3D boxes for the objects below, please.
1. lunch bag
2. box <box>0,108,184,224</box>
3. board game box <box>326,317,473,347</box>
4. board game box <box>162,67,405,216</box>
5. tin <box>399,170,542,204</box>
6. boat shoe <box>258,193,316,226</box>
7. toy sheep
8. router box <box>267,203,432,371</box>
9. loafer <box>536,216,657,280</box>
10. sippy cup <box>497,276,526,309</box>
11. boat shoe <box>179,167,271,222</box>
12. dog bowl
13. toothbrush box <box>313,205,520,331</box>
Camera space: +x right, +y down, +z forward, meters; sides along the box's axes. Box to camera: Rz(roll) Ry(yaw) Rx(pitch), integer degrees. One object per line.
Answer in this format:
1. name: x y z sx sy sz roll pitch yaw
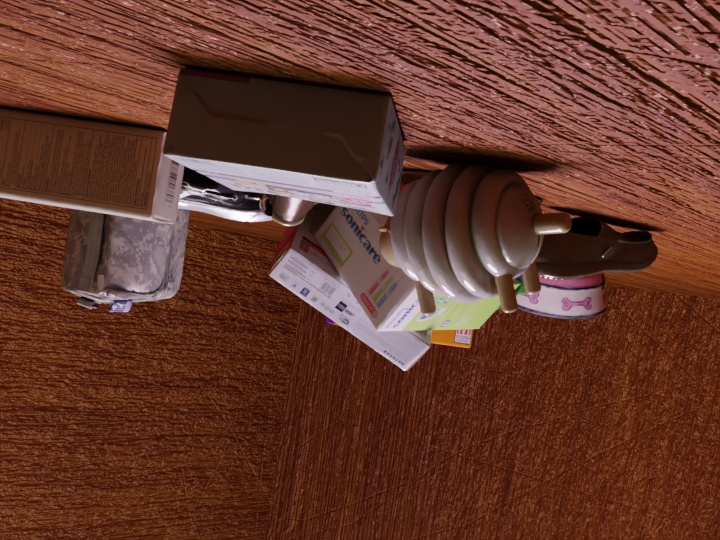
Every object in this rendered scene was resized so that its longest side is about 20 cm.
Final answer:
1. lunch bag: -0.303 -0.054 1.223 0.138 0.203 0.168 8 180 9
2. box: -0.295 -0.110 1.029 0.198 0.096 0.078 10 180 9
3. board game box: 0.077 0.015 1.705 0.198 0.202 0.200 9 179 -22
4. board game box: -0.046 -0.091 0.732 0.146 0.065 0.200 10 178 6
5. tin: 0.115 -0.074 1.065 0.199 0.042 0.111 10 174 -40
6. boat shoe: -0.064 -0.082 1.007 0.074 0.076 0.202 9 179 -15
7. toy sheep: 0.101 -0.032 0.879 0.198 0.140 0.137 -5 171 34
8. router box: 0.000 0.000 1.154 0.199 0.049 0.180 36 -151 -12
9. loafer: 0.289 -0.032 1.181 0.198 0.068 0.076 -10 -166 -36
10. sippy cup: 0.145 -0.024 1.319 0.139 0.179 0.130 -31 -161 -9
11. boat shoe: -0.167 -0.104 1.150 0.198 0.069 0.057 4 142 -17
12. dog bowl: 0.349 0.017 1.745 0.198 0.075 0.200 5 -161 -2
13. toothbrush box: 0.068 -0.012 1.112 0.199 0.086 0.146 3 -135 -51
